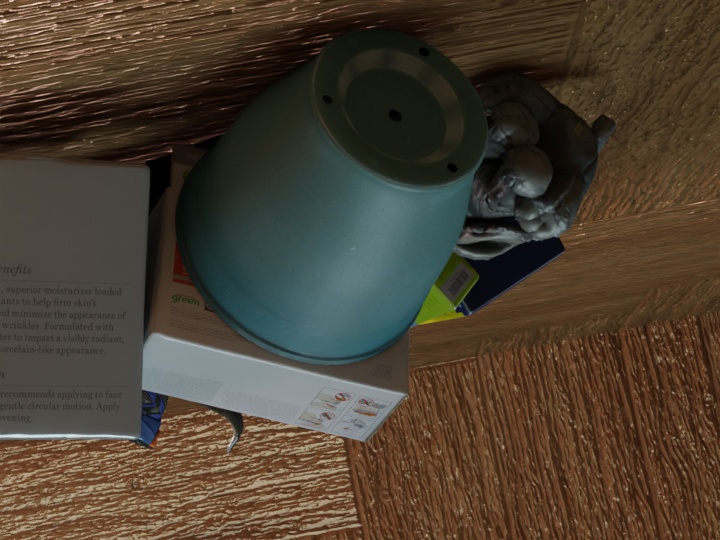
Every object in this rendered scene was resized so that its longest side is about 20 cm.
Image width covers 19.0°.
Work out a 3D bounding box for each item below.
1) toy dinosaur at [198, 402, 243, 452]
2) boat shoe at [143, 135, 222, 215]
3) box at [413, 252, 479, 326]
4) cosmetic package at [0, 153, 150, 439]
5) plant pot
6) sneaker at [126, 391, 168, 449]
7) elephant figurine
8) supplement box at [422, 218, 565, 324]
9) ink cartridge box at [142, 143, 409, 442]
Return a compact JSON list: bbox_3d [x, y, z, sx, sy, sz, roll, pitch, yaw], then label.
[{"bbox_3d":[-0.133,0.055,1.851,0.102,0.200,0.077,-3,-163,-35],"label":"toy dinosaur"},{"bbox_3d":[-0.186,-0.062,1.727,0.200,0.084,0.069,-28,147,-10],"label":"boat shoe"},{"bbox_3d":[0.000,0.000,1.858,0.048,0.122,0.200,-51,-166,-31],"label":"box"},{"bbox_3d":[-0.257,0.018,1.550,0.165,0.200,0.165,3,179,-25],"label":"cosmetic package"},{"bbox_3d":[-0.008,-0.066,1.525,0.200,0.200,0.188,-5,151,-30],"label":"plant pot"},{"bbox_3d":[-0.232,0.074,1.777,0.075,0.079,0.200,14,163,43],"label":"sneaker"},{"bbox_3d":[0.082,-0.068,1.732,0.200,0.142,0.155,-28,129,36],"label":"elephant figurine"},{"bbox_3d":[0.084,-0.026,1.940,0.109,0.109,0.200,-33,-176,-14],"label":"supplement box"},{"bbox_3d":[-0.067,0.016,1.616,0.200,0.176,0.084,15,144,-17],"label":"ink cartridge box"}]
